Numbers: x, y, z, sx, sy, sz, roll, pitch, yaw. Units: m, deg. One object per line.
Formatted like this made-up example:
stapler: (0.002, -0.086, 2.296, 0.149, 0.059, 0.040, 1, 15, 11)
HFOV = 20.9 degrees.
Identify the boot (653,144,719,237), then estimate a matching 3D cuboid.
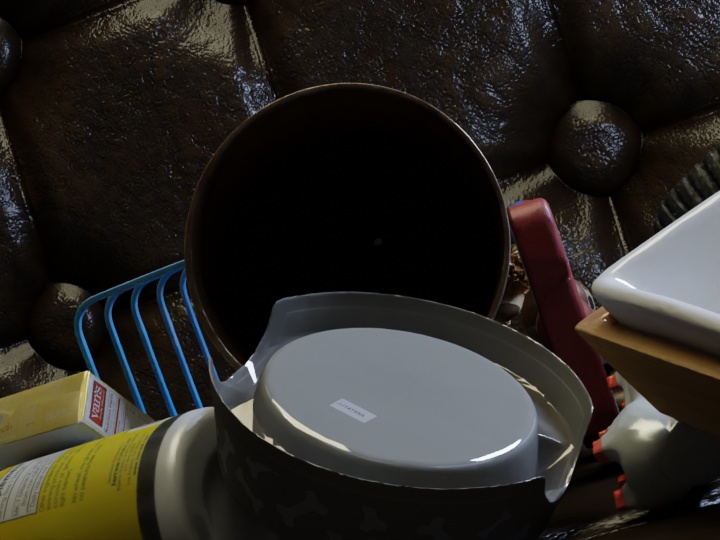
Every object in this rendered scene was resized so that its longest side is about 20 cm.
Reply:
boot: (0.266, -0.021, 1.057, 0.210, 0.159, 0.079, -27, -45, 16)

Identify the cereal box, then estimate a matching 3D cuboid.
cereal box: (-0.158, 0.138, 1.174, 0.143, 0.040, 0.200, -18, -40, 28)

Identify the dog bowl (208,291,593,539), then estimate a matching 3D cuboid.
dog bowl: (0.017, 0.081, 0.994, 0.198, 0.059, 0.200, 7, 25, -3)

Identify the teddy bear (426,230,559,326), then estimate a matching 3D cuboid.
teddy bear: (0.075, 0.019, 1.382, 0.144, 0.067, 0.199, 18, -20, -28)

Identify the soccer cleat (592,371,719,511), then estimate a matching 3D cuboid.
soccer cleat: (0.168, 0.066, 1.015, 0.077, 0.070, 0.200, -21, 14, 16)

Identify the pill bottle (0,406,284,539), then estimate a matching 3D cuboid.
pill bottle: (-0.144, 0.152, 1.060, 0.199, 0.115, 0.114, -19, -1, 29)

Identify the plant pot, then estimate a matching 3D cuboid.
plant pot: (0.000, 0.000, 1.197, 0.185, 0.189, 0.200, -18, -9, 2)

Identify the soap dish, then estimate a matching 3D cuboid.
soap dish: (0.211, 0.017, 0.861, 0.157, 0.082, 0.200, -33, 20, -17)

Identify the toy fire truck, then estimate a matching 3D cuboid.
toy fire truck: (0.129, 0.035, 1.216, 0.111, 0.170, 0.200, -17, 0, 6)

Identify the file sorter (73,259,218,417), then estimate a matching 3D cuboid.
file sorter: (-0.088, 0.046, 1.342, 0.138, 0.124, 0.200, -20, 1, 18)
